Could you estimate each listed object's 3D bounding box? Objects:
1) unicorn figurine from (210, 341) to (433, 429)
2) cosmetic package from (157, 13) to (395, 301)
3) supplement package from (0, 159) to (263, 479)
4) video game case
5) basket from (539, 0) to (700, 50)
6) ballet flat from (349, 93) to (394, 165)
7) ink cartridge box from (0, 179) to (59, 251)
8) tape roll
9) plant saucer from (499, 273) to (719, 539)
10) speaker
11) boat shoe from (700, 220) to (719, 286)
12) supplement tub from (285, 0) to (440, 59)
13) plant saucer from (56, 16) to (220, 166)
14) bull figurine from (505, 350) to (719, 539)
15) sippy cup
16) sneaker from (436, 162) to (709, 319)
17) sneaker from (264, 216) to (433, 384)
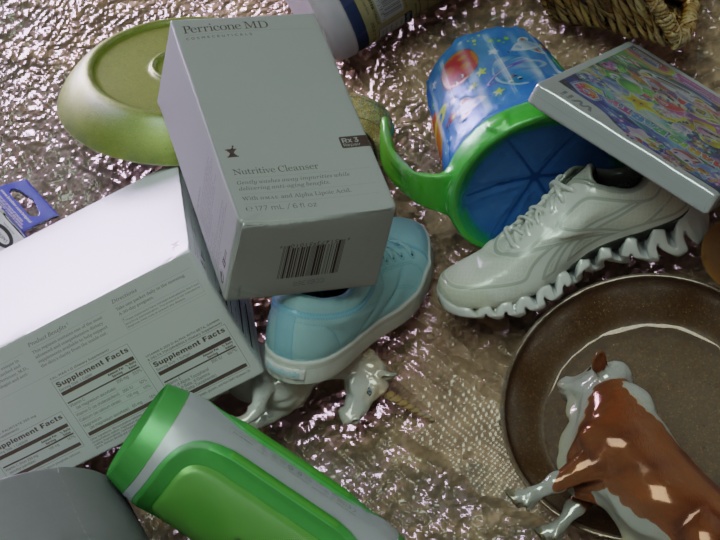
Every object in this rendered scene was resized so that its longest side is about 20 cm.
[{"bbox_3d":[-0.071,0.084,1.407,0.200,0.074,0.137,30,61,32],"label":"unicorn figurine"},{"bbox_3d":[-0.060,-0.081,1.343,0.113,0.081,0.200,-7,50,-20],"label":"cosmetic package"},{"bbox_3d":[-0.186,0.038,1.395,0.200,0.111,0.156,-26,27,5],"label":"supplement package"},{"bbox_3d":[0.213,-0.104,1.382,0.143,0.200,0.018,34,116,14],"label":"video game case"},{"bbox_3d":[0.193,-0.282,1.457,0.143,0.200,0.149,-46,36,-16],"label":"basket"},{"bbox_3d":[-0.067,-0.118,1.533,0.200,0.071,0.071,11,65,20],"label":"ballet flat"},{"bbox_3d":[-0.327,-0.002,1.518,0.200,0.076,0.136,-41,61,-9],"label":"ink cartridge box"},{"bbox_3d":[-0.230,0.218,1.300,0.200,0.200,0.066,-31,60,-5],"label":"tape roll"},{"bbox_3d":[0.197,0.098,1.359,0.200,0.037,0.201,-5,60,10],"label":"plant saucer"},{"bbox_3d":[-0.066,0.160,1.312,0.200,0.088,0.089,35,71,-7],"label":"speaker"},{"bbox_3d":[0.336,0.006,1.362,0.200,0.070,0.071,16,99,17],"label":"boat shoe"},{"bbox_3d":[0.028,-0.272,1.542,0.200,0.144,0.144,-32,59,-5],"label":"supplement tub"},{"bbox_3d":[-0.129,-0.143,1.488,0.199,0.031,0.200,-1,34,1],"label":"plant saucer"},{"bbox_3d":[0.174,0.145,1.282,0.121,0.065,0.200,-41,58,-5],"label":"bull figurine"},{"bbox_3d":[0.110,-0.104,1.445,0.140,0.178,0.130,-48,41,28],"label":"sippy cup"},{"bbox_3d":[0.142,-0.030,1.396,0.200,0.081,0.075,-23,32,2],"label":"sneaker"},{"bbox_3d":[0.000,0.000,1.395,0.074,0.082,0.200,19,36,17],"label":"sneaker"}]
